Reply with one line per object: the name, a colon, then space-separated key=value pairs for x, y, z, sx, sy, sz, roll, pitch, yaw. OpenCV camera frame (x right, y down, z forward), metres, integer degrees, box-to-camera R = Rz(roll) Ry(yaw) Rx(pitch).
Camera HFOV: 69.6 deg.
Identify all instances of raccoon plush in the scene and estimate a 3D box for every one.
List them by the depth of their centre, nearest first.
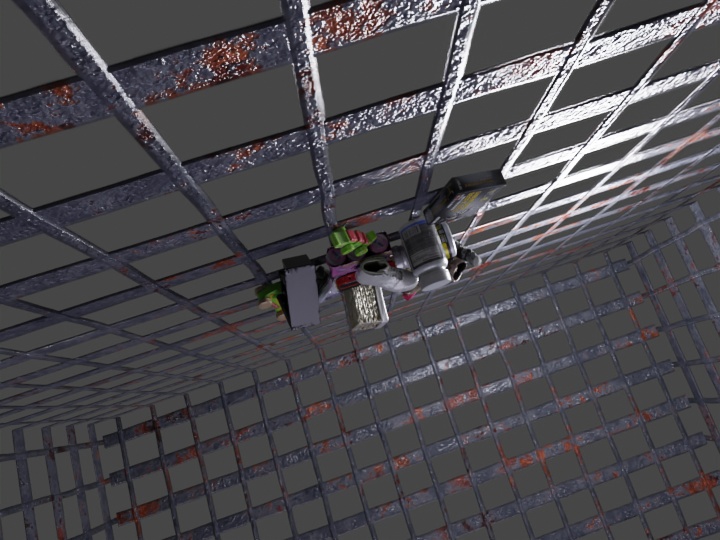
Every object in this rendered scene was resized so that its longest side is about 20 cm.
raccoon plush: x=0.336 y=-0.053 z=1.806 sx=0.098 sy=0.199 sz=0.133 roll=-55 pitch=156 yaw=12

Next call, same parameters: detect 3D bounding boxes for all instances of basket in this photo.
basket: x=0.014 y=0.122 z=1.984 sx=0.121 sy=0.204 sz=0.136 roll=-9 pitch=164 yaw=-17

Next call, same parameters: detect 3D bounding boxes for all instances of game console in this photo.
game console: x=0.019 y=0.019 z=1.699 sx=0.196 sy=0.032 sz=0.177 roll=-17 pitch=172 yaw=-1

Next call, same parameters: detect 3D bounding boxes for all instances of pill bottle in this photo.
pill bottle: x=0.195 y=-0.049 z=1.554 sx=0.112 sy=0.204 sz=0.114 roll=-17 pitch=167 yaw=-4
pill bottle: x=0.202 y=-0.068 z=1.674 sx=0.196 sy=0.115 sz=0.112 roll=-20 pitch=166 yaw=5

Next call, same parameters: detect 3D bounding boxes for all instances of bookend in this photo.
bookend: x=-0.194 y=0.034 z=1.530 sx=0.090 sy=0.199 sz=0.204 roll=-12 pitch=121 yaw=-17

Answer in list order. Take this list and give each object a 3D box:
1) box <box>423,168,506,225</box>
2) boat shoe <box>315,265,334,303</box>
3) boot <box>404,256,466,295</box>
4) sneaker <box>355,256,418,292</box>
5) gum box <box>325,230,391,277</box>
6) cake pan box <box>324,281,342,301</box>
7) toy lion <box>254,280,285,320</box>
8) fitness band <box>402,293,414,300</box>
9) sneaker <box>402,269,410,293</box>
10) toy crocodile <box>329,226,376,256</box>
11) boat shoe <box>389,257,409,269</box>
box: x=0.280 y=-0.197 z=1.420 sx=0.155 sy=0.049 sz=0.200 roll=-13 pitch=165 yaw=-21
boat shoe: x=-0.126 y=0.040 z=1.594 sx=0.073 sy=0.070 sz=0.200 roll=-53 pitch=-171 yaw=12
boot: x=0.247 y=0.017 z=1.684 sx=0.145 sy=0.071 sz=0.200 roll=10 pitch=-131 yaw=47
sneaker: x=0.088 y=0.012 z=1.542 sx=0.195 sy=0.075 sz=0.116 roll=5 pitch=163 yaw=-8
gum box: x=-0.012 y=-0.046 z=1.570 sx=0.196 sy=0.067 sz=0.114 roll=-17 pitch=167 yaw=-8
cake pan box: x=-0.192 y=0.096 z=1.915 sx=0.182 sy=0.053 sz=0.198 roll=-30 pitch=163 yaw=30
toy lion: x=-0.226 y=0.082 z=1.723 sx=0.189 sy=0.070 sz=0.200 roll=-28 pitch=150 yaw=10
fitness band: x=0.248 y=0.055 z=2.209 sx=0.143 sy=0.037 sz=0.200 roll=-43 pitch=-177 yaw=38
sneaker: x=0.201 y=0.010 z=1.900 sx=0.201 sy=0.077 sz=0.086 roll=-53 pitch=-168 yaw=-23
toy crocodile: x=-0.019 y=-0.084 z=1.419 sx=0.061 sy=0.069 sz=0.199 roll=-31 pitch=164 yaw=26
boat shoe: x=0.120 y=-0.006 z=1.845 sx=0.199 sy=0.073 sz=0.063 roll=-31 pitch=-164 yaw=49
